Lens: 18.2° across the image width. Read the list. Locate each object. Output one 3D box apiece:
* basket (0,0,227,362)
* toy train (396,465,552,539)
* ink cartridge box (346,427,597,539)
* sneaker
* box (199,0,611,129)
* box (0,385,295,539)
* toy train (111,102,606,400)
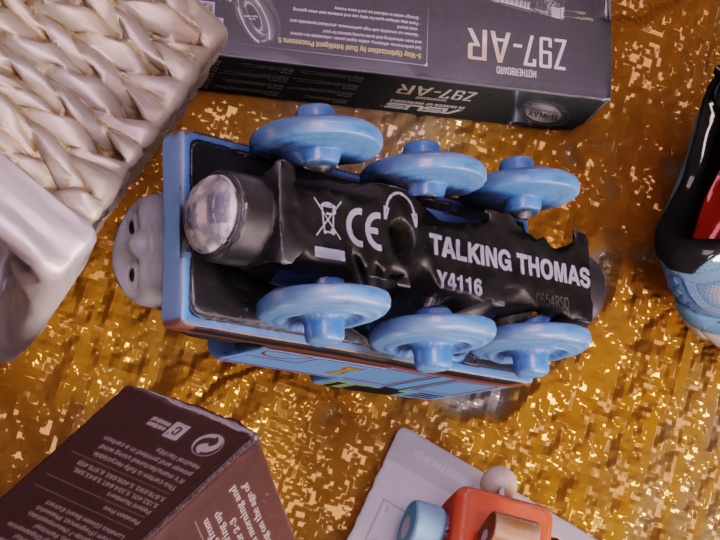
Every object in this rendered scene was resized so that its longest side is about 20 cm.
[{"bbox_3d":[-0.162,-0.083,0.822,0.200,0.136,0.124,37,68,-4],"label":"basket"},{"bbox_3d":[0.106,0.154,0.845,0.199,0.056,0.151,21,57,-10],"label":"toy train"},{"bbox_3d":[0.038,0.182,0.864,0.160,0.047,0.200,31,54,-5],"label":"ink cartridge box"},{"bbox_3d":[0.184,-0.065,0.899,0.078,0.090,0.201,27,84,36],"label":"sneaker"},{"bbox_3d":[0.005,-0.149,0.930,0.199,0.044,0.161,5,75,-13],"label":"box"},{"bbox_3d":[-0.109,0.143,0.771,0.200,0.075,0.100,-43,132,-32],"label":"box"},{"bbox_3d":[0.000,0.000,0.822,0.199,0.114,0.087,10,71,-43],"label":"toy train"}]
